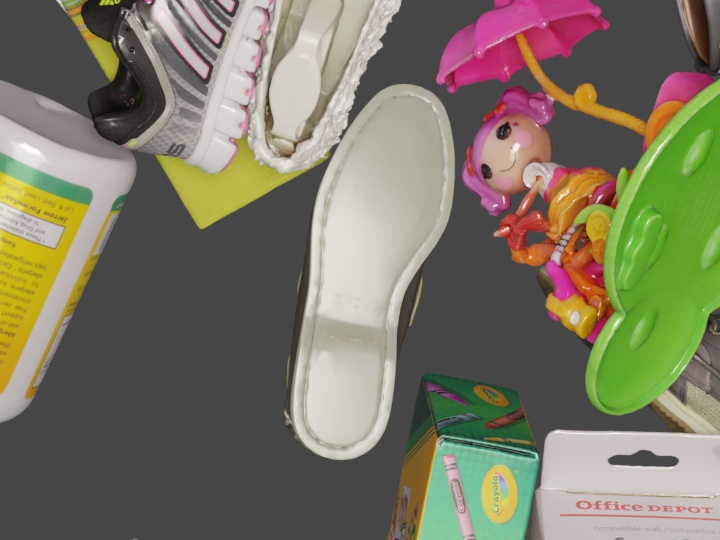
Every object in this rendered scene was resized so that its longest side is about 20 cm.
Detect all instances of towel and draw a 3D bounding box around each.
[{"bbox_3d":[-0.096,-0.121,1.383,0.086,0.018,0.201,-28,117,4],"label":"towel"}]

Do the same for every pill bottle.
[{"bbox_3d":[-0.206,0.009,1.384,0.112,0.113,0.201,24,102,-8],"label":"pill bottle"}]

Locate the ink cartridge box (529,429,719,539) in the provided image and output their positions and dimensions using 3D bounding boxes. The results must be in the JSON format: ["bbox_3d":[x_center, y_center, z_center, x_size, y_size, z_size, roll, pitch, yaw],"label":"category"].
[{"bbox_3d":[0.148,0.185,1.435,0.115,0.068,0.201,1,123,-2],"label":"ink cartridge box"}]

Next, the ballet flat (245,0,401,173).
[{"bbox_3d":[-0.013,-0.137,1.339,0.071,0.072,0.201,14,112,-6],"label":"ballet flat"}]

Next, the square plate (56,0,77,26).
[{"bbox_3d":[-0.110,-0.230,1.374,0.200,0.028,0.198,-41,103,7],"label":"square plate"}]

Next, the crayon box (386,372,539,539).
[{"bbox_3d":[0.045,0.170,1.432,0.058,0.119,0.202,10,103,-5],"label":"crayon box"}]

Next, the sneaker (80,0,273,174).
[{"bbox_3d":[-0.094,-0.141,1.322,0.087,0.074,0.201,1,120,-18],"label":"sneaker"}]

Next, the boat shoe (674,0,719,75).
[{"bbox_3d":[0.163,-0.198,1.372,0.067,0.072,0.201,-28,105,0],"label":"boat shoe"}]

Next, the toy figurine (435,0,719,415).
[{"bbox_3d":[0.112,-0.058,1.361,0.150,0.184,0.201,-2,122,-46],"label":"toy figurine"}]

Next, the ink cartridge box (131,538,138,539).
[{"bbox_3d":[-0.083,0.259,1.405,0.146,0.200,0.147,19,101,-7],"label":"ink cartridge box"}]

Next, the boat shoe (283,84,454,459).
[{"bbox_3d":[0.000,0.000,1.414,0.071,0.061,0.203,15,84,-7],"label":"boat shoe"}]

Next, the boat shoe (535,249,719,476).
[{"bbox_3d":[0.179,0.050,1.438,0.066,0.072,0.201,-46,107,2],"label":"boat shoe"}]
